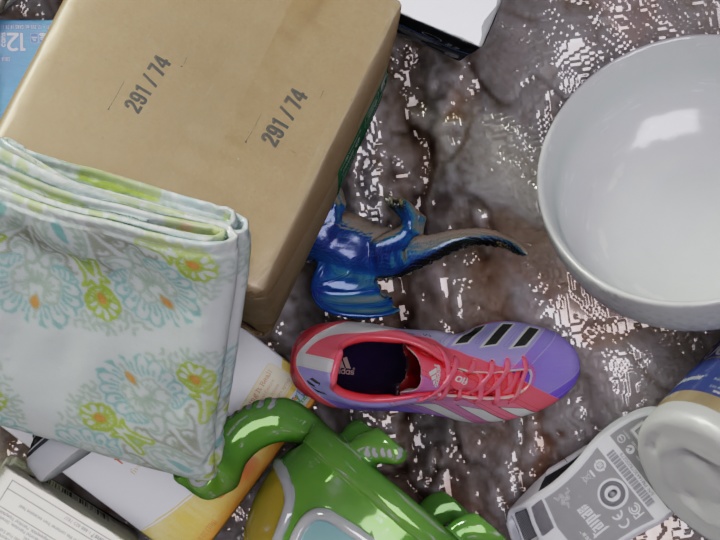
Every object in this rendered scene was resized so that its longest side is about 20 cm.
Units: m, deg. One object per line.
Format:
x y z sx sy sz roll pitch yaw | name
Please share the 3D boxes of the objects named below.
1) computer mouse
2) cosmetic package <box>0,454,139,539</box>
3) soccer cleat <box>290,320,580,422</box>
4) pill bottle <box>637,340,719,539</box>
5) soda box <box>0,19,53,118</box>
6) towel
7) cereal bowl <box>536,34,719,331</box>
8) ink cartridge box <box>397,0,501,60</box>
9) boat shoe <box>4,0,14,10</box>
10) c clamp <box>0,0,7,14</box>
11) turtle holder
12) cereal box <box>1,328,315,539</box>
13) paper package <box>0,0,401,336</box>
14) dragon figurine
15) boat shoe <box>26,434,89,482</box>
0.137 0.165 1.444 0.200 0.044 0.110 -37 89 1 | computer mouse
-0.230 0.226 1.386 0.103 0.087 0.200 33 86 -6 | cosmetic package
0.053 0.064 1.401 0.199 0.076 0.067 5 94 -21 | soccer cleat
0.273 0.073 1.397 0.200 0.111 0.111 -41 94 -29 | pill bottle
-0.128 -0.121 1.407 0.199 0.064 0.068 0 90 -5 | soda box
-0.153 0.026 1.253 0.171 0.048 0.200 18 132 8 | towel
0.214 -0.046 1.409 0.199 0.083 0.201 -5 60 10 | cereal bowl
-0.014 -0.189 1.400 0.200 0.099 0.039 24 89 -4 | ink cartridge box
-0.213 -0.213 1.401 0.200 0.060 0.072 -30 93 -5 | boat shoe
-0.276 -0.227 1.377 0.200 0.027 0.171 41 97 22 | c clamp
-0.015 0.161 1.358 0.185 0.141 0.132 43 85 -28 | turtle holder
-0.144 0.072 1.417 0.200 0.040 0.144 36 87 -4 | cereal box
-0.097 -0.091 1.309 0.190 0.103 0.200 24 74 2 | paper package
0.000 0.000 1.420 0.199 0.059 0.100 13 91 -1 | dragon figurine
-0.140 0.041 1.362 0.068 0.072 0.200 44 91 4 | boat shoe
